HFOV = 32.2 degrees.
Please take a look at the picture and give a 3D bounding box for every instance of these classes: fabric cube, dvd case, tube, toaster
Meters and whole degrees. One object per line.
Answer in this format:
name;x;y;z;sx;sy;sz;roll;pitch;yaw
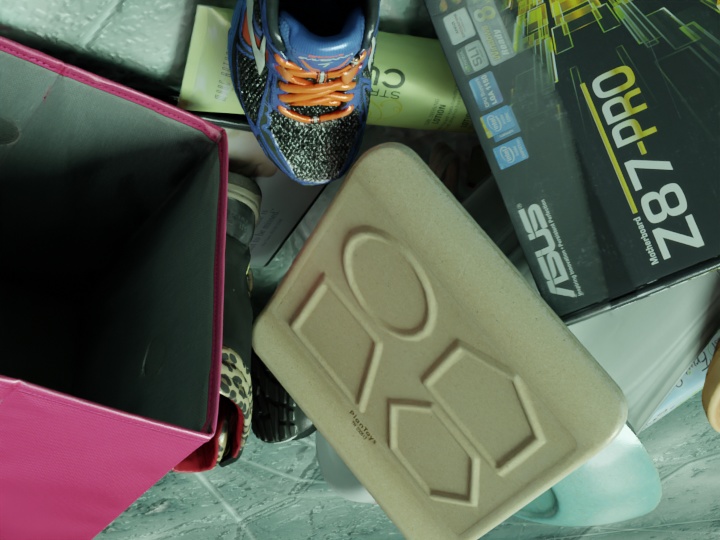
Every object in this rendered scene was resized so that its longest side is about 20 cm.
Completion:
fabric cube;-0.202;0.020;0.643;0.200;0.197;0.199;21;139;-28
dvd case;-0.119;-0.054;0.757;0.200;0.018;0.143;6;145;-29
tube;0.002;-0.106;0.693;0.199;0.052;0.058;4;101;-17
toaster;0.129;-0.004;0.729;0.129;0.114;0.200;-46;120;-5

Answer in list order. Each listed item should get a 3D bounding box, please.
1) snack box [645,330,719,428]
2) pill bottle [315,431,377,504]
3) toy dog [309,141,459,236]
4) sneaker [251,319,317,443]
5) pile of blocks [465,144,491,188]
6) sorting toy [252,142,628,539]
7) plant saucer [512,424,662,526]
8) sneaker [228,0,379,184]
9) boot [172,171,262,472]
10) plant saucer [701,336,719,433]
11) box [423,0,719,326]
snack box;0.197;0.086;0.895;0.200;0.053;0.142;-28;164;-24
pill bottle;0.069;0.150;1.076;0.200;0.113;0.112;15;139;-38
toy dog;0.000;0.000;0.825;0.096;0.132;0.200;21;150;19
sneaker;-0.040;0.066;0.864;0.087;0.076;0.200;0;-171;-17
pile of blocks;0.110;-0.041;0.844;0.062;0.082;0.200;22;150;26
sorting toy;0.034;0.050;0.677;0.036;0.185;0.200;-32;168;-38
plant saucer;0.082;0.103;0.753;0.201;0.039;0.201;28;155;15
sneaker;-0.025;-0.115;0.589;0.075;0.079;0.200;-6;136;-5
boot;-0.105;0.052;0.764;0.073;0.151;0.200;10;143;-17
plant saucer;0.289;0.031;0.739;0.200;0.038;0.200;-17;147;-12
box;0.136;-0.092;0.619;0.161;0.200;0.049;-22;172;19
